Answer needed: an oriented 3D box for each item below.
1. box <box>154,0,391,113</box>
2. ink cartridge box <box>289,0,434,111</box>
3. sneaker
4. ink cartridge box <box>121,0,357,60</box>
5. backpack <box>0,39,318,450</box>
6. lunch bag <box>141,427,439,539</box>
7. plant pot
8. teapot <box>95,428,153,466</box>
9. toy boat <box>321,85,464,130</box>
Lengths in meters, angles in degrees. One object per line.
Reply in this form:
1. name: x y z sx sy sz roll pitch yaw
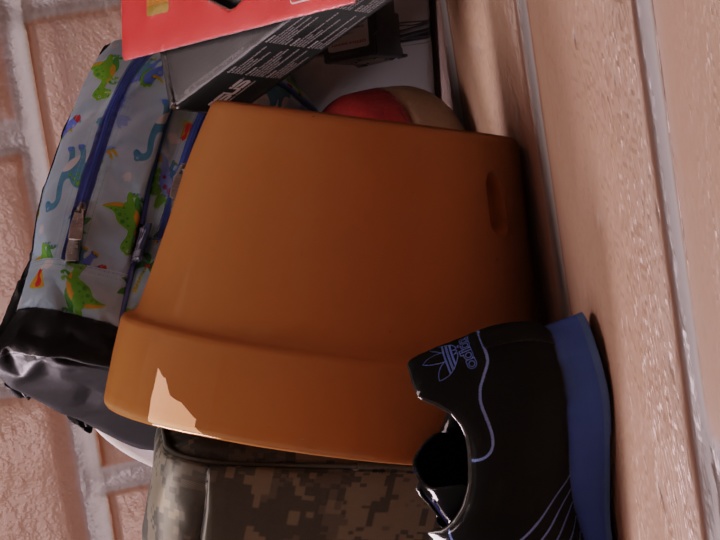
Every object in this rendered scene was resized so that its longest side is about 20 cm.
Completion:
1. box: -0.038 -0.202 1.422 0.200 0.047 0.194 -31 61 46
2. ink cartridge box: -0.014 -0.180 1.589 0.200 0.083 0.146 85 174 -48
3. sneaker: 0.063 0.107 1.210 0.070 0.078 0.201 -106 8 -59
4. ink cartridge box: -0.073 -0.201 1.396 0.200 0.045 0.177 -8 78 52
5. backpack: -0.100 -0.024 1.543 0.163 0.153 0.201 37 -131 -54
6. lunch bag: -0.012 0.157 1.339 0.139 0.199 0.169 -149 64 -82
7. plant pot: -0.007 0.002 1.298 0.200 0.199 0.141 -136 53 -83
8. teapot: -0.074 0.025 1.737 0.197 0.200 0.147 35 -134 -30
9. toy boat: 0.000 0.000 1.480 0.200 0.130 0.131 -104 6 -47
